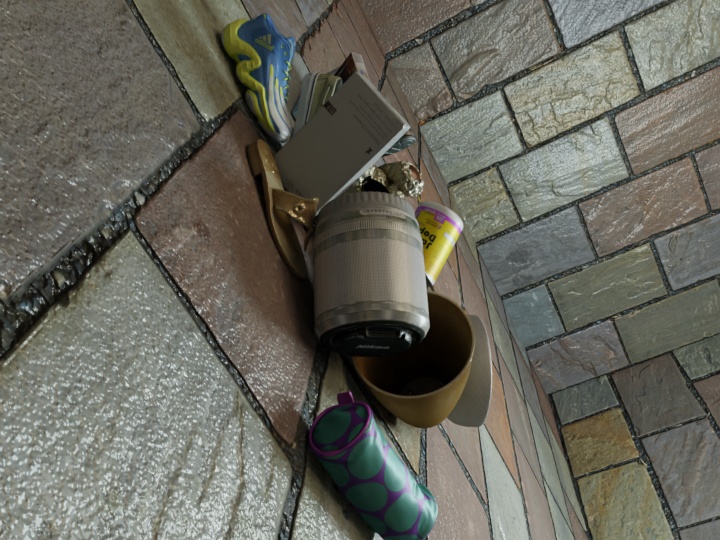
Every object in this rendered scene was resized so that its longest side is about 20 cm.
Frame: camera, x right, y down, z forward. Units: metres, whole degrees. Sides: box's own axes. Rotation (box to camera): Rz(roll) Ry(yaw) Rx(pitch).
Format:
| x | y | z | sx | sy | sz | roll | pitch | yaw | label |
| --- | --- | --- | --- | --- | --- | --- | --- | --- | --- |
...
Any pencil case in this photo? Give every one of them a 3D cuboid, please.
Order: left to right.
| x | y | z | sx | sy | sz | roll | pitch | yaw | label |
| --- | --- | --- | --- | --- | --- | --- | --- | --- | --- |
| 0.018 | 0.249 | 0.839 | 0.201 | 0.084 | 0.093 | 58 | 33 | -29 | pencil case |

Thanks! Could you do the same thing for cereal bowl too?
| x | y | z | sx | sy | sz | roll | pitch | yaw | label |
| --- | --- | --- | --- | --- | --- | --- | --- | --- | --- |
| 0.171 | 0.180 | 1.234 | 0.200 | 0.082 | 0.202 | 180 | -90 | -86 | cereal bowl |

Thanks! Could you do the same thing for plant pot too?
| x | y | z | sx | sy | sz | roll | pitch | yaw | label |
| --- | --- | --- | --- | --- | --- | --- | --- | --- | --- |
| 0.093 | 0.165 | 1.083 | 0.201 | 0.184 | 0.188 | 73 | 5 | -50 | plant pot |

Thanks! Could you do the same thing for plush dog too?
| x | y | z | sx | sy | sz | roll | pitch | yaw | label |
| --- | --- | --- | --- | --- | --- | --- | --- | --- | --- |
| 0.015 | -0.121 | 1.325 | 0.199 | 0.160 | 0.174 | 9 | 70 | -39 | plush dog |

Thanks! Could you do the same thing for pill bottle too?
| x | y | z | sx | sy | sz | roll | pitch | yaw | label |
| --- | --- | --- | --- | --- | --- | --- | --- | --- | --- |
| 0.121 | -0.032 | 1.384 | 0.201 | 0.104 | 0.104 | -61 | 145 | -12 | pill bottle |

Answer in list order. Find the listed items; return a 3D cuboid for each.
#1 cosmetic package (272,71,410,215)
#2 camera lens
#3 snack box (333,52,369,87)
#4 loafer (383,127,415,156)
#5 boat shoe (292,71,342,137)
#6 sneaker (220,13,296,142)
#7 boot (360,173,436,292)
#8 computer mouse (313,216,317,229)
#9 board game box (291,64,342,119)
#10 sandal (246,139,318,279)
| x | y | z | sx | sy | sz | roll | pitch | yaw | label |
| --- | --- | --- | --- | --- | --- | --- | --- | --- | --- |
| -0.034 | -0.189 | 1.041 | 0.113 | 0.200 | 0.081 | 46 | 14 | 0 | cosmetic package |
| 0.013 | 0.012 | 0.964 | 0.160 | 0.159 | 0.202 | 40 | 43 | -58 | camera lens |
| -0.051 | -0.277 | 1.176 | 0.024 | 0.200 | 0.072 | 2 | 60 | -37 | snack box |
| 0.015 | -0.248 | 1.326 | 0.072 | 0.199 | 0.064 | -1 | 78 | -54 | loafer |
| -0.070 | -0.224 | 1.120 | 0.072 | 0.061 | 0.202 | -6 | 102 | -64 | boat shoe |
| -0.136 | -0.308 | 1.076 | 0.201 | 0.104 | 0.076 | 63 | 16 | -13 | sneaker |
| 0.052 | -0.043 | 1.091 | 0.200 | 0.077 | 0.139 | 44 | -31 | 19 | boot |
| -0.032 | -0.010 | 1.117 | 0.202 | 0.044 | 0.110 | 70 | 15 | 11 | computer mouse |
| -0.056 | -0.322 | 1.368 | 0.104 | 0.104 | 0.201 | 60 | 17 | -25 | board game box |
| -0.096 | -0.099 | 0.980 | 0.214 | 0.069 | 0.078 | 69 | 16 | 8 | sandal |
